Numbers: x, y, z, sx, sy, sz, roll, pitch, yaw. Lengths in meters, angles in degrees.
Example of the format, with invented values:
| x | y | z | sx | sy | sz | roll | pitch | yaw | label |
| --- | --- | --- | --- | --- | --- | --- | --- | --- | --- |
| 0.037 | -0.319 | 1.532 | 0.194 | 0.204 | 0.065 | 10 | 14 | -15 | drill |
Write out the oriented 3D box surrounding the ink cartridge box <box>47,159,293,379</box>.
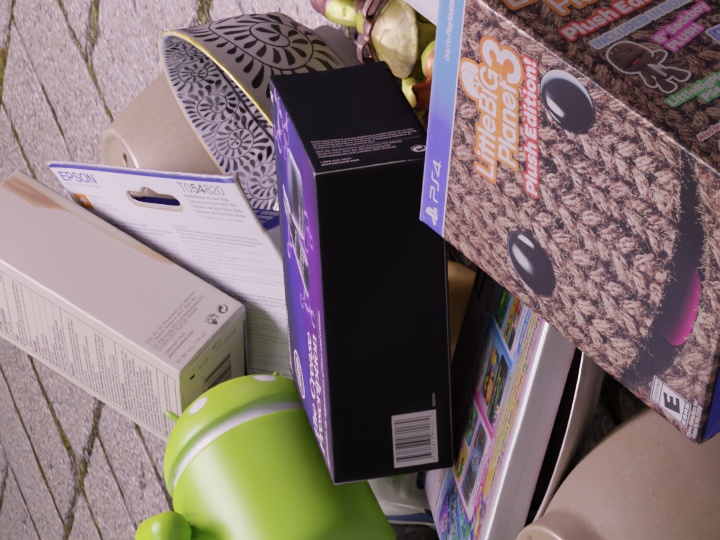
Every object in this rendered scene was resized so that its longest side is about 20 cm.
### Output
| x | y | z | sx | sy | sz | roll | pitch | yaw | label |
| --- | --- | --- | --- | --- | --- | --- | --- | --- | --- |
| -0.094 | 0.000 | 1.516 | 0.199 | 0.041 | 0.201 | 8 | 135 | 45 | ink cartridge box |

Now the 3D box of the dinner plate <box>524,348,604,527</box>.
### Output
| x | y | z | sx | sy | sz | roll | pitch | yaw | label |
| --- | --- | --- | --- | --- | --- | --- | --- | --- | --- |
| 0.110 | 0.058 | 1.276 | 0.200 | 0.024 | 0.202 | -167 | 90 | -83 | dinner plate |

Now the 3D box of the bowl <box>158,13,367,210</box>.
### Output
| x | y | z | sx | sy | sz | roll | pitch | yaw | label |
| --- | --- | --- | --- | --- | --- | --- | --- | --- | --- |
| -0.035 | -0.098 | 1.479 | 0.201 | 0.094 | 0.201 | 48 | 167 | 15 | bowl |

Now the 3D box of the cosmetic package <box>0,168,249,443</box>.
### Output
| x | y | z | sx | sy | sz | roll | pitch | yaw | label |
| --- | --- | --- | --- | --- | --- | --- | --- | --- | --- |
| -0.173 | 0.027 | 1.531 | 0.199 | 0.071 | 0.105 | 31 | 149 | 20 | cosmetic package |

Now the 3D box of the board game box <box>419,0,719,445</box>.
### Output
| x | y | z | sx | sy | sz | roll | pitch | yaw | label |
| --- | --- | --- | --- | --- | --- | --- | --- | --- | --- |
| 0.132 | -0.049 | 1.073 | 0.200 | 0.097 | 0.160 | 40 | 144 | 33 | board game box |

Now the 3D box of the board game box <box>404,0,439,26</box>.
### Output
| x | y | z | sx | sy | sz | roll | pitch | yaw | label |
| --- | --- | --- | --- | --- | --- | --- | --- | --- | --- |
| 0.050 | -0.239 | 1.226 | 0.200 | 0.026 | 0.201 | 46 | 134 | 53 | board game box |

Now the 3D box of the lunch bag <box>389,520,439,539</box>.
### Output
| x | y | z | sx | sy | sz | roll | pitch | yaw | label |
| --- | --- | --- | --- | --- | --- | --- | --- | --- | --- |
| 0.052 | 0.242 | 1.465 | 0.200 | 0.163 | 0.118 | -140 | 38 | -57 | lunch bag |

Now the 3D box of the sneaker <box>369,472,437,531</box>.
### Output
| x | y | z | sx | sy | sz | roll | pitch | yaw | label |
| --- | --- | --- | --- | --- | --- | --- | --- | --- | --- |
| 0.059 | 0.112 | 1.466 | 0.199 | 0.080 | 0.116 | 22 | 120 | 45 | sneaker |

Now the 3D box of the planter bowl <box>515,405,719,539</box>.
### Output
| x | y | z | sx | sy | sz | roll | pitch | yaw | label |
| --- | --- | --- | --- | --- | --- | --- | --- | --- | --- |
| 0.162 | 0.168 | 1.175 | 0.200 | 0.134 | 0.201 | 50 | 150 | 44 | planter bowl |

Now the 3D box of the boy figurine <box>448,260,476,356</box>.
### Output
| x | y | z | sx | sy | sz | roll | pitch | yaw | label |
| --- | --- | --- | --- | --- | --- | --- | --- | --- | --- |
| 0.032 | 0.027 | 1.495 | 0.200 | 0.064 | 0.125 | -175 | 71 | -71 | boy figurine |

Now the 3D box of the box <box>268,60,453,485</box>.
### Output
| x | y | z | sx | sy | sz | roll | pitch | yaw | label |
| --- | --- | --- | --- | --- | --- | --- | --- | --- | --- |
| 0.000 | 0.000 | 1.321 | 0.141 | 0.078 | 0.201 | -111 | 16 | -62 | box |

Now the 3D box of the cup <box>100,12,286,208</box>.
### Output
| x | y | z | sx | sy | sz | roll | pitch | yaw | label |
| --- | --- | --- | --- | --- | --- | --- | --- | --- | --- |
| -0.104 | -0.071 | 1.646 | 0.200 | 0.142 | 0.201 | 51 | 151 | 43 | cup |

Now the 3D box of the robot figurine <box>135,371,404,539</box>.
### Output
| x | y | z | sx | sy | sz | roll | pitch | yaw | label |
| --- | --- | --- | --- | --- | --- | --- | --- | --- | --- |
| -0.050 | 0.150 | 1.400 | 0.116 | 0.175 | 0.201 | 90 | 157 | -52 | robot figurine |

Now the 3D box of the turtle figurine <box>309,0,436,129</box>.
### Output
| x | y | z | sx | sy | sz | roll | pitch | yaw | label |
| --- | --- | --- | --- | --- | --- | --- | --- | --- | --- |
| 0.023 | -0.143 | 1.376 | 0.161 | 0.064 | 0.201 | 49 | 149 | 46 | turtle figurine |

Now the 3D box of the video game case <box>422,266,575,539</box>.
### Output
| x | y | z | sx | sy | sz | roll | pitch | yaw | label |
| --- | --- | --- | --- | --- | --- | --- | --- | --- | --- |
| 0.079 | 0.071 | 1.291 | 0.182 | 0.024 | 0.201 | -107 | 30 | -69 | video game case |
